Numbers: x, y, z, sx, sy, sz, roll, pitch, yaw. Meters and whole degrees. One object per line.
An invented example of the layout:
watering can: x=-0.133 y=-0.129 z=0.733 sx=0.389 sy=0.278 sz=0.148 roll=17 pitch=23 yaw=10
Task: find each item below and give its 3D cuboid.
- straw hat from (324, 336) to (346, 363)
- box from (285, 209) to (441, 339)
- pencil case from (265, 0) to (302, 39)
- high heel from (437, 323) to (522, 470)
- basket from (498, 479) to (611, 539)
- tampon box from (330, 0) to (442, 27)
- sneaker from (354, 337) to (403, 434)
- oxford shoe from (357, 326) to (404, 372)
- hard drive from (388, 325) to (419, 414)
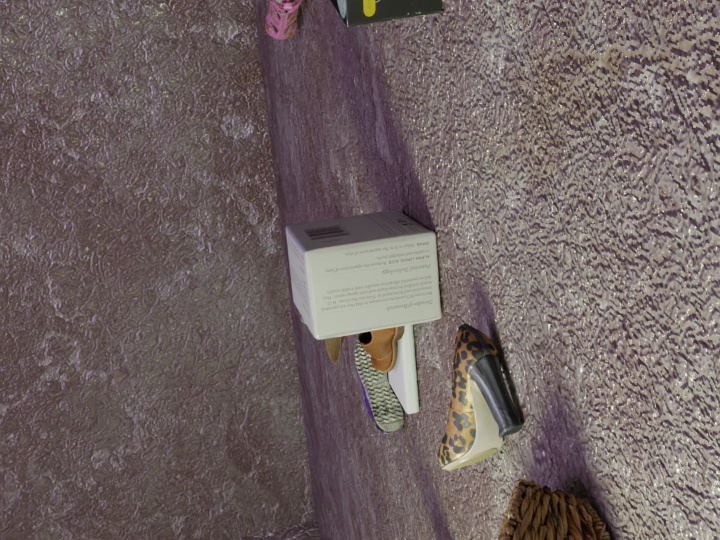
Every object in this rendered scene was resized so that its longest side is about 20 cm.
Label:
straw hat: x=-0.024 y=0.088 z=1.923 sx=0.201 sy=0.083 sz=0.206 roll=174 pitch=90 yaw=-76
box: x=0.000 y=0.000 z=1.399 sx=0.199 sy=0.196 sz=0.134 roll=-134 pitch=37 yaw=-71
pencil case: x=-0.176 y=-0.602 z=2.135 sx=0.083 sy=0.086 sz=0.200 roll=48 pitch=169 yaw=-1
high heel: x=0.128 y=0.164 z=1.172 sx=0.201 sy=0.070 sz=0.145 roll=-54 pitch=50 yaw=53
basket: x=0.205 y=0.317 z=0.949 sx=0.202 sy=0.146 sz=0.144 roll=92 pitch=-163 yaw=-49
tampon box: x=0.014 y=-0.412 z=1.140 sx=0.201 sy=0.124 sz=0.152 roll=-115 pitch=17 yaw=-53
sneaker: x=0.029 y=0.222 z=1.804 sx=0.100 sy=0.068 sz=0.204 roll=102 pitch=156 yaw=-70
oxford shoe: x=0.027 y=0.117 z=1.575 sx=0.201 sy=0.070 sz=0.072 roll=95 pitch=160 yaw=-58
hard drive: x=0.068 y=0.129 z=1.620 sx=0.132 sy=0.026 sz=0.204 roll=-124 pitch=26 yaw=-67
